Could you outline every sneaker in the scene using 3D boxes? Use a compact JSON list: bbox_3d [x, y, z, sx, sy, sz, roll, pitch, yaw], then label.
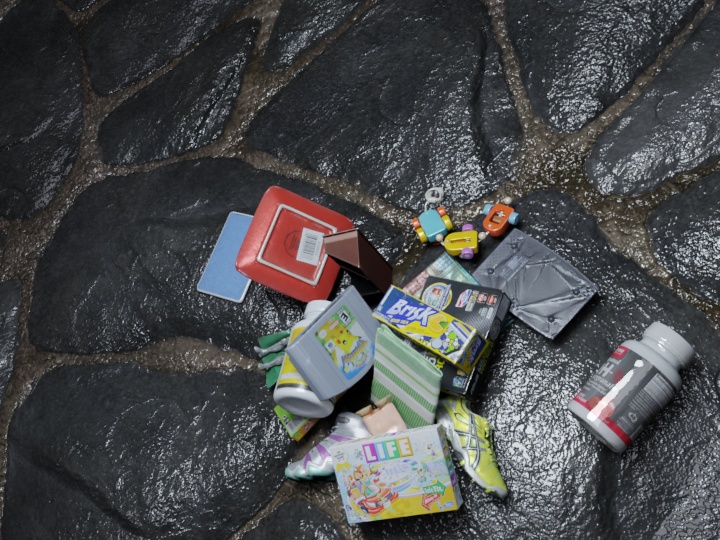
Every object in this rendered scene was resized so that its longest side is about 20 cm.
[{"bbox_3d":[-0.046,0.308,1.374,0.200,0.078,0.140,-13,61,8],"label":"sneaker"},{"bbox_3d":[0.195,0.292,1.270,0.076,0.075,0.200,-35,59,6],"label":"sneaker"}]

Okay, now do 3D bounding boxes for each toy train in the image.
[{"bbox_3d":[0.202,-0.087,1.456,0.200,0.056,0.150,19,65,32],"label":"toy train"}]

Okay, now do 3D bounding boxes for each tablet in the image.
[{"bbox_3d":[-0.275,-0.032,1.661,0.130,0.014,0.200,13,74,28],"label":"tablet"}]

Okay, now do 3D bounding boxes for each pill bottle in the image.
[{"bbox_3d":[0.435,0.182,1.192,0.200,0.111,0.111,-47,58,-2],"label":"pill bottle"},{"bbox_3d":[-0.084,0.160,1.380,0.112,0.112,0.200,-1,57,24],"label":"pill bottle"}]

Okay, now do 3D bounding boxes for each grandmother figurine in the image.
[{"bbox_3d":[0.075,0.315,1.288,0.121,0.061,0.200,-30,83,16],"label":"grandmother figurine"}]

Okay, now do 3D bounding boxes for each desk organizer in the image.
[{"bbox_3d":[0.000,0.000,1.415,0.072,0.200,0.077,-11,65,18],"label":"desk organizer"}]

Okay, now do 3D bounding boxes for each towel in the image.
[{"bbox_3d":[0.077,0.203,1.303,0.023,0.200,0.152,-30,51,-32],"label":"towel"},{"bbox_3d":[0.169,0.072,1.409,0.147,0.022,0.200,-40,58,-1],"label":"towel"}]

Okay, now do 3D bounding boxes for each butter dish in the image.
[{"bbox_3d":[-0.143,-0.039,1.537,0.199,0.148,0.200,23,72,-11],"label":"butter dish"}]

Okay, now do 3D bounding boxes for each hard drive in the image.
[{"bbox_3d":[0.314,0.026,1.356,0.135,0.042,0.200,-47,57,-2],"label":"hard drive"}]

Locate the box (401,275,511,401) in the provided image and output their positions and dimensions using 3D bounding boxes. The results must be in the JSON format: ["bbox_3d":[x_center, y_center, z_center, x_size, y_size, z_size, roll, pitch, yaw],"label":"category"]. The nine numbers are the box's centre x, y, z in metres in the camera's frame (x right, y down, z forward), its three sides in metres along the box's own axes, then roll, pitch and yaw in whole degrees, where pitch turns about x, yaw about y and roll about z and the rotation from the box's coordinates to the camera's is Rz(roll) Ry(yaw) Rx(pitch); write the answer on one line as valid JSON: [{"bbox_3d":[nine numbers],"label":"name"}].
[{"bbox_3d":[0.160,0.117,1.341,0.160,0.044,0.200,13,71,36],"label":"box"}]

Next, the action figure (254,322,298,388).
[{"bbox_3d":[-0.112,0.141,1.490,0.200,0.055,0.118,-25,57,7],"label":"action figure"}]

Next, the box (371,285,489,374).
[{"bbox_3d":[0.119,0.101,1.306,0.200,0.064,0.070,28,81,39],"label":"box"}]

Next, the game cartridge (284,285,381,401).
[{"bbox_3d":[-0.034,0.132,1.334,0.040,0.133,0.200,-20,18,47],"label":"game cartridge"}]

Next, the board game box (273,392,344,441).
[{"bbox_3d":[-0.074,0.224,1.431,0.200,0.030,0.096,-48,36,0],"label":"board game box"}]

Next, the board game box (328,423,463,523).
[{"bbox_3d":[0.057,0.339,1.247,0.200,0.034,0.135,-16,88,23],"label":"board game box"}]
